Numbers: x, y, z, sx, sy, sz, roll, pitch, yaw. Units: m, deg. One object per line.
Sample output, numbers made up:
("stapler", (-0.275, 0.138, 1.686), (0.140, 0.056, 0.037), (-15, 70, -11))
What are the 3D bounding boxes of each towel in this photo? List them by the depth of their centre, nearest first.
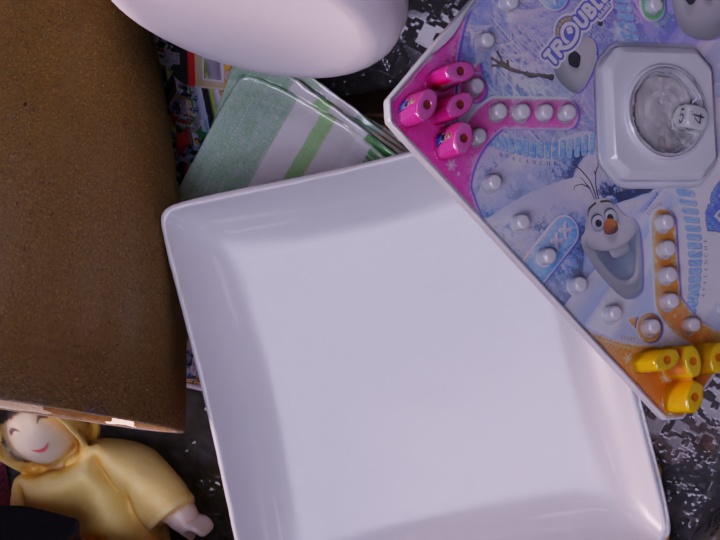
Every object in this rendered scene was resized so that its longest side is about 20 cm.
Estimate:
("towel", (0.000, 0.000, 1.054), (0.199, 0.023, 0.153), (33, 127, 4))

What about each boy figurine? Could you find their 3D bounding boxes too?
("boy figurine", (-0.138, 0.137, 1.161), (0.124, 0.064, 0.201), (-16, 101, 24))

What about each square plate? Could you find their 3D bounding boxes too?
("square plate", (0.025, 0.045, 0.997), (0.199, 0.028, 0.199), (-13, 92, 9))

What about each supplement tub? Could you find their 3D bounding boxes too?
("supplement tub", (-0.029, -0.203, 0.970), (0.144, 0.145, 0.201), (12, 73, 11))

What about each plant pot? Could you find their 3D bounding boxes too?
("plant pot", (-0.162, -0.034, 1.035), (0.185, 0.186, 0.201), (6, 84, 13))

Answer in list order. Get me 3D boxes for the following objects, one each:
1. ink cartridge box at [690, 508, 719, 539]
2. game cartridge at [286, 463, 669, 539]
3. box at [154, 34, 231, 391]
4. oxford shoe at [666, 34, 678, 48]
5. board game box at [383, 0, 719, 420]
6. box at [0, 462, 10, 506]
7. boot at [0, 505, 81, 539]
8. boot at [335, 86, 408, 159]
("ink cartridge box", (0.251, 0.189, 1.031), (0.200, 0.146, 0.083), (42, 108, 1))
("game cartridge", (0.063, 0.188, 1.060), (0.199, 0.032, 0.178), (-3, 82, -19))
("box", (-0.101, -0.044, 1.121), (0.109, 0.035, 0.201), (11, 106, 12))
("oxford shoe", (0.102, -0.170, 1.014), (0.072, 0.084, 0.201), (-30, 93, 21))
("board game box", (0.137, -0.071, 0.972), (0.200, 0.026, 0.200), (46, 69, -16))
("box", (-0.279, 0.200, 1.194), (0.175, 0.097, 0.201), (-4, 103, 15))
("boot", (-0.118, 0.193, 1.101), (0.199, 0.075, 0.097), (18, 124, 28))
("boot", (0.050, -0.008, 1.075), (0.199, 0.074, 0.156), (6, 112, 19))
